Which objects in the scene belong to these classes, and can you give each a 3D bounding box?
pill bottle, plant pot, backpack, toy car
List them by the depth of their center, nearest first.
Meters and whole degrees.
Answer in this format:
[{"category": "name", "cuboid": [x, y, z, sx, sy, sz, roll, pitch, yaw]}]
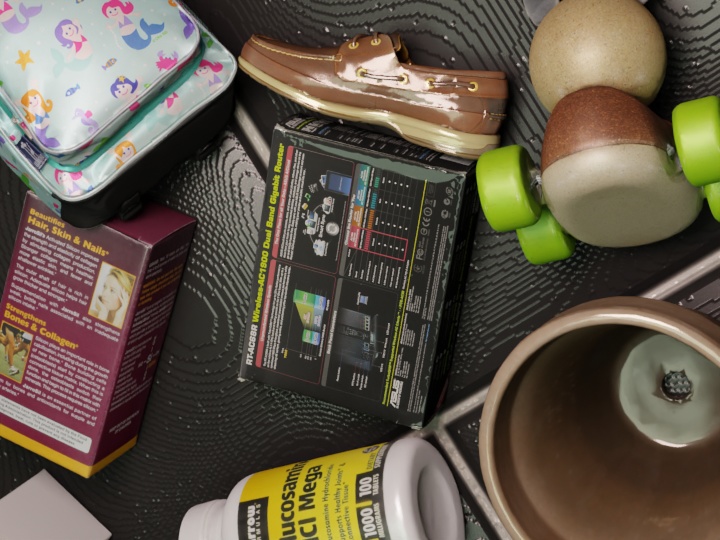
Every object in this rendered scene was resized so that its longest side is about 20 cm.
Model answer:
[{"category": "toy car", "cuboid": [0.166, -0.127, 1.313, 0.163, 0.158, 0.202, -12, 70, 19]}, {"category": "plant pot", "cuboid": [0.196, 0.101, 1.314, 0.198, 0.175, 0.202, 5, 105, 18]}, {"category": "backpack", "cuboid": [-0.206, -0.155, 1.398, 0.177, 0.151, 0.200, -39, 74, -11]}, {"category": "pill bottle", "cuboid": [-0.031, 0.198, 1.457, 0.198, 0.112, 0.113, -16, 98, 23]}]

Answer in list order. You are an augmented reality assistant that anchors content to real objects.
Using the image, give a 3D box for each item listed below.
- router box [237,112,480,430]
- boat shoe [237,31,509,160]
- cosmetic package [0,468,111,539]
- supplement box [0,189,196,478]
[{"category": "router box", "cuboid": [0.000, 0.000, 1.422, 0.149, 0.062, 0.202, 15, 108, 15]}, {"category": "boat shoe", "cuboid": [0.012, -0.138, 1.382, 0.198, 0.072, 0.068, 18, 103, 10]}, {"category": "cosmetic package", "cuboid": [-0.290, 0.247, 1.518, 0.085, 0.200, 0.108, 42, 111, 4]}, {"category": "supplement box", "cuboid": [-0.213, 0.040, 1.498, 0.110, 0.086, 0.202, 23, 111, 14]}]
